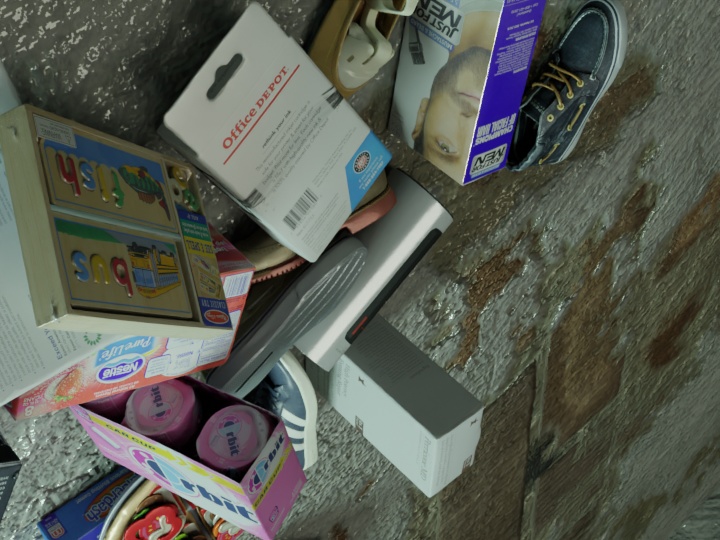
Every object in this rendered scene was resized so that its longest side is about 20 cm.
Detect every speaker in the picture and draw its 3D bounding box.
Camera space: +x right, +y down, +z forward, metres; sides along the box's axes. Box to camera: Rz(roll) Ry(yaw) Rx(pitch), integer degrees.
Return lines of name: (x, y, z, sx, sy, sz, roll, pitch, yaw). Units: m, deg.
speaker: (0.000, 0.000, 1.055, 0.201, 0.081, 0.081, -50, 148, -1)

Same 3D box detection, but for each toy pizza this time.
toy pizza: (-0.163, 0.240, 1.041, 0.198, 0.032, 0.202, -28, 140, -26)

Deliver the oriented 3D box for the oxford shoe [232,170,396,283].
oxford shoe: (-0.062, -0.052, 0.958, 0.199, 0.070, 0.076, -32, 116, -24)

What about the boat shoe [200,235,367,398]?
boat shoe: (-0.079, 0.035, 0.989, 0.200, 0.062, 0.072, -45, 157, 2)

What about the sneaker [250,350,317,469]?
sneaker: (-0.095, 0.155, 1.101, 0.084, 0.075, 0.202, -26, 137, -21)

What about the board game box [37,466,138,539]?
board game box: (-0.230, 0.279, 1.079, 0.151, 0.045, 0.202, -33, 144, -26)

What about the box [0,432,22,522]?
box: (-0.340, 0.172, 0.739, 0.104, 0.148, 0.202, -2, 125, -51)

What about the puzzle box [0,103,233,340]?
puzzle box: (-0.156, -0.023, 0.709, 0.025, 0.135, 0.200, -19, 169, 19)

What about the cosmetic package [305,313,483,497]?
cosmetic package: (0.031, 0.127, 1.107, 0.073, 0.200, 0.103, -29, 142, -29)

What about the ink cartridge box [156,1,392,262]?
ink cartridge box: (-0.075, -0.111, 0.832, 0.117, 0.068, 0.200, -53, 136, -7)

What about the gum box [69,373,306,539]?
gum box: (-0.152, 0.140, 0.901, 0.067, 0.198, 0.114, -57, 154, -27)

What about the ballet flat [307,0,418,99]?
ballet flat: (0.009, -0.209, 0.870, 0.068, 0.063, 0.202, -3, 125, -49)

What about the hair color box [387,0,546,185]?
hair color box: (0.093, -0.192, 0.948, 0.064, 0.109, 0.202, -25, 139, -33)

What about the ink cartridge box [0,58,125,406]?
ink cartridge box: (-0.271, -0.003, 0.653, 0.198, 0.043, 0.199, -30, 107, -27)

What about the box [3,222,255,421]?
box: (-0.193, 0.028, 0.825, 0.198, 0.094, 0.104, -13, 132, -44)

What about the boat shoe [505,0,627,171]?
boat shoe: (0.215, -0.194, 1.133, 0.090, 0.071, 0.202, -22, 140, -43)
